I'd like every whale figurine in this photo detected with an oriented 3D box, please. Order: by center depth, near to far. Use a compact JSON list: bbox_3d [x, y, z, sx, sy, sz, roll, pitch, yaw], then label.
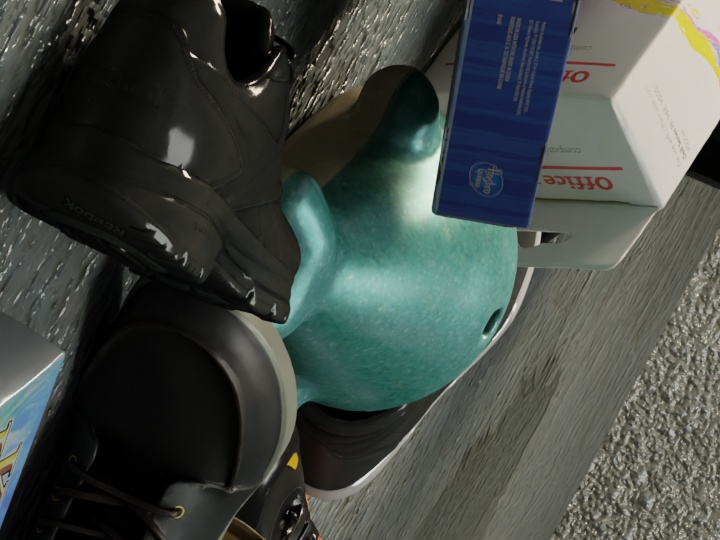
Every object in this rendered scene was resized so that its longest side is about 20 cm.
[{"bbox_3d":[0.000,0.000,1.168,0.160,0.103,0.200,-63,169,9],"label":"whale figurine"}]

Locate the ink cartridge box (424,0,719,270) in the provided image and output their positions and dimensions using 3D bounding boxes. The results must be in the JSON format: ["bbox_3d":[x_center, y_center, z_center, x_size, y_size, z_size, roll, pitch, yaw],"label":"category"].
[{"bbox_3d":[0.104,-0.091,1.361,0.200,0.117,0.068,-55,132,-35],"label":"ink cartridge box"}]

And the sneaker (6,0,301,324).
[{"bbox_3d":[-0.048,-0.038,0.945,0.200,0.075,0.091,54,57,-82],"label":"sneaker"}]

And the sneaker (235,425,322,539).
[{"bbox_3d":[-0.033,0.134,1.390,0.070,0.090,0.201,-54,168,-31],"label":"sneaker"}]

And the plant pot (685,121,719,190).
[{"bbox_3d":[0.284,-0.166,1.902,0.178,0.199,0.200,-69,-179,-60],"label":"plant pot"}]

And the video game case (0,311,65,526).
[{"bbox_3d":[-0.169,0.125,0.852,0.181,0.045,0.201,-44,160,-61],"label":"video game case"}]

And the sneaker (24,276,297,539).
[{"bbox_3d":[-0.085,0.091,1.075,0.106,0.074,0.201,-55,169,-40],"label":"sneaker"}]

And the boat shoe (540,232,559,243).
[{"bbox_3d":[0.099,-0.072,1.554,0.060,0.074,0.200,-57,178,-45],"label":"boat shoe"}]

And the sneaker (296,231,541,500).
[{"bbox_3d":[0.031,0.017,1.446,0.200,0.071,0.099,-54,173,-16],"label":"sneaker"}]

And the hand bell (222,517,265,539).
[{"bbox_3d":[-0.103,0.190,1.281,0.104,0.104,0.200,-53,178,-38],"label":"hand bell"}]

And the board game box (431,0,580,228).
[{"bbox_3d":[0.068,-0.151,1.098,0.200,0.043,0.200,98,1,-62],"label":"board game box"}]
